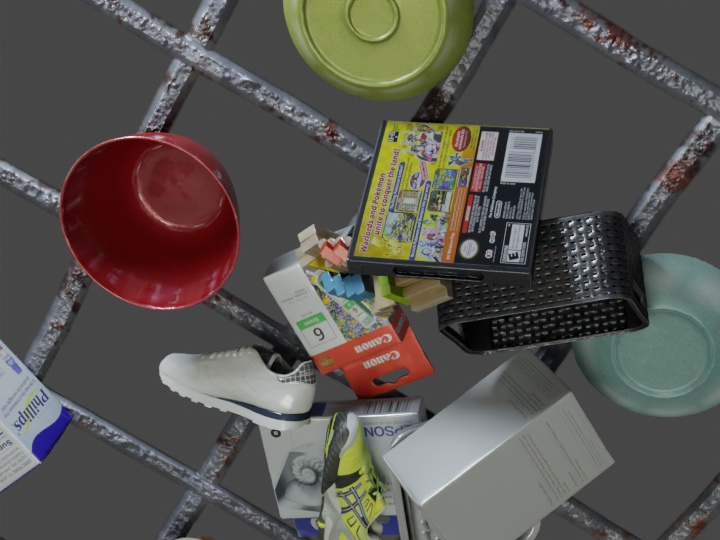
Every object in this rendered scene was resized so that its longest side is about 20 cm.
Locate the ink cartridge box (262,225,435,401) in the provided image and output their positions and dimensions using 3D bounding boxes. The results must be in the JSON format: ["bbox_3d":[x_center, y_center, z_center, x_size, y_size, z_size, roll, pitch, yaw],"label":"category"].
[{"bbox_3d":[-0.010,0.060,1.692,0.108,0.050,0.201,-23,109,23],"label":"ink cartridge box"}]

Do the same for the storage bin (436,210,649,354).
[{"bbox_3d":[0.184,0.015,1.559,0.199,0.135,0.094,-9,71,19],"label":"storage bin"}]

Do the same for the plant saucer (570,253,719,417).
[{"bbox_3d":[0.323,0.080,1.627,0.200,0.039,0.202,6,118,11],"label":"plant saucer"}]

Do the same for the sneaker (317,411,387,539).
[{"bbox_3d":[-0.006,0.235,1.720,0.076,0.076,0.201,5,132,2],"label":"sneaker"}]

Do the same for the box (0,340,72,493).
[{"bbox_3d":[-0.488,0.177,1.839,0.184,0.105,0.200,-35,103,26],"label":"box"}]

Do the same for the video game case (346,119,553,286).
[{"bbox_3d":[0.092,-0.070,1.519,0.179,0.201,0.026,4,139,12],"label":"video game case"}]

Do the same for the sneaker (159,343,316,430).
[{"bbox_3d":[-0.138,0.117,1.738,0.199,0.076,0.081,14,106,22],"label":"sneaker"}]

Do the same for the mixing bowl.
[{"bbox_3d":[-0.210,-0.071,1.642,0.199,0.109,0.201,6,118,11],"label":"mixing bowl"}]

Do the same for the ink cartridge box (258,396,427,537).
[{"bbox_3d":[-0.007,0.243,1.784,0.198,0.041,0.201,-5,119,16],"label":"ink cartridge box"}]

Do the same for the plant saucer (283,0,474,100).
[{"bbox_3d":[0.015,-0.260,1.535,0.199,0.031,0.201,6,118,11],"label":"plant saucer"}]

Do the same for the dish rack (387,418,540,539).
[{"bbox_3d":[0.114,0.242,1.728,0.171,0.044,0.201,-16,116,-14],"label":"dish rack"}]

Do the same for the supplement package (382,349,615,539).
[{"bbox_3d":[0.146,0.202,1.632,0.200,0.117,0.117,-36,120,-4],"label":"supplement package"}]

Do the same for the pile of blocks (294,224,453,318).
[{"bbox_3d":[0.000,0.000,1.553,0.199,0.062,0.083,7,82,39],"label":"pile of blocks"}]

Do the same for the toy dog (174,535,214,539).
[{"bbox_3d":[-0.242,0.412,1.898,0.200,0.139,0.195,-45,63,30],"label":"toy dog"}]
